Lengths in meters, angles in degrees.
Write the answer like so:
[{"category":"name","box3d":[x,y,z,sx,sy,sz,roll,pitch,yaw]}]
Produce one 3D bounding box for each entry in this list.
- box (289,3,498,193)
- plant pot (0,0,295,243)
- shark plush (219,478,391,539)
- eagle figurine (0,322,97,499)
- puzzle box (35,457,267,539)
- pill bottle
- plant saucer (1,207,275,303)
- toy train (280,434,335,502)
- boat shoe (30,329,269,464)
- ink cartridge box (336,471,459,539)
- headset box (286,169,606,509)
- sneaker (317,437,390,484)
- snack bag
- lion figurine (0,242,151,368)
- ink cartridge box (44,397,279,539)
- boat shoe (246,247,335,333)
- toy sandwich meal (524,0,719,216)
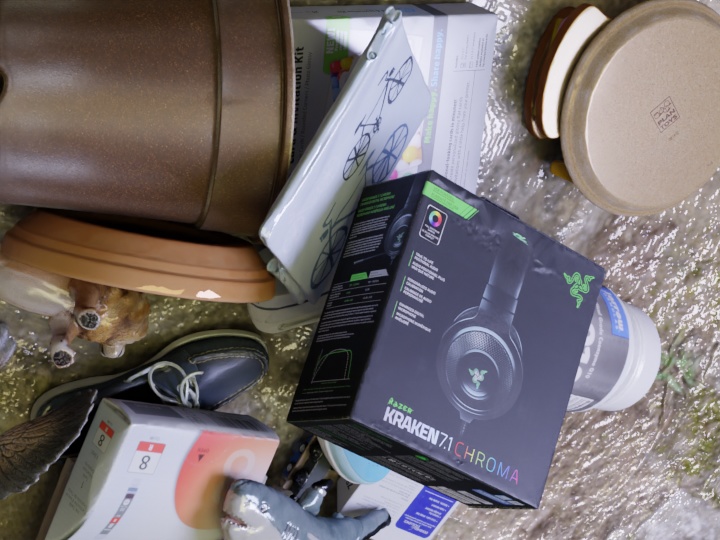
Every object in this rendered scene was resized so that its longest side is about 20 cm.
[{"category":"box","box3d":[0.007,-0.126,1.332,0.199,0.041,0.157,-5,113,-30]},{"category":"plant pot","box3d":[-0.162,-0.120,1.202,0.196,0.200,0.202,0,111,-14]},{"category":"shark plush","box3d":[-0.034,0.207,1.375,0.199,0.091,0.084,7,93,-39]},{"category":"eagle figurine","box3d":[-0.300,0.145,1.285,0.151,0.151,0.201,18,114,-17]},{"category":"puzzle box","box3d":[-0.174,0.215,1.381,0.199,0.025,0.134,10,108,-48]},{"category":"pill bottle","box3d":[0.155,0.056,1.424,0.199,0.114,0.114,15,105,-44]},{"category":"plant saucer","box3d":[-0.156,-0.015,1.236,0.199,0.200,0.038,8,97,-25]},{"category":"toy train","box3d":[-0.010,0.107,1.434,0.034,0.046,0.201,26,98,-37]},{"category":"boat shoe","box3d":[-0.161,0.102,1.357,0.198,0.062,0.075,-14,117,-17]},{"category":"ink cartridge box","box3d":[0.053,0.164,1.475,0.099,0.039,0.201,26,109,-29]},{"category":"headset box","box3d":[0.066,0.046,1.228,0.173,0.093,0.201,28,70,-26]},{"category":"sneaker","box3d":[0.025,0.110,1.341,0.079,0.131,0.201,-13,125,-24]},{"category":"snack bag","box3d":[-0.012,-0.074,1.219,0.021,0.200,0.189,29,83,14]},{"category":"lion figurine","box3d":[-0.247,0.011,1.271,0.199,0.123,0.073,27,109,-15]},{"category":"ink cartridge box","box3d":[-0.164,0.202,1.324,0.162,0.050,0.201,12,101,-48]},{"category":"boat shoe","box3d":[0.000,0.000,1.388,0.199,0.071,0.070,-22,142,-17]},{"category":"toy sandwich meal","box3d":[0.228,-0.139,1.424,0.204,0.070,0.207,-11,115,-24]}]
